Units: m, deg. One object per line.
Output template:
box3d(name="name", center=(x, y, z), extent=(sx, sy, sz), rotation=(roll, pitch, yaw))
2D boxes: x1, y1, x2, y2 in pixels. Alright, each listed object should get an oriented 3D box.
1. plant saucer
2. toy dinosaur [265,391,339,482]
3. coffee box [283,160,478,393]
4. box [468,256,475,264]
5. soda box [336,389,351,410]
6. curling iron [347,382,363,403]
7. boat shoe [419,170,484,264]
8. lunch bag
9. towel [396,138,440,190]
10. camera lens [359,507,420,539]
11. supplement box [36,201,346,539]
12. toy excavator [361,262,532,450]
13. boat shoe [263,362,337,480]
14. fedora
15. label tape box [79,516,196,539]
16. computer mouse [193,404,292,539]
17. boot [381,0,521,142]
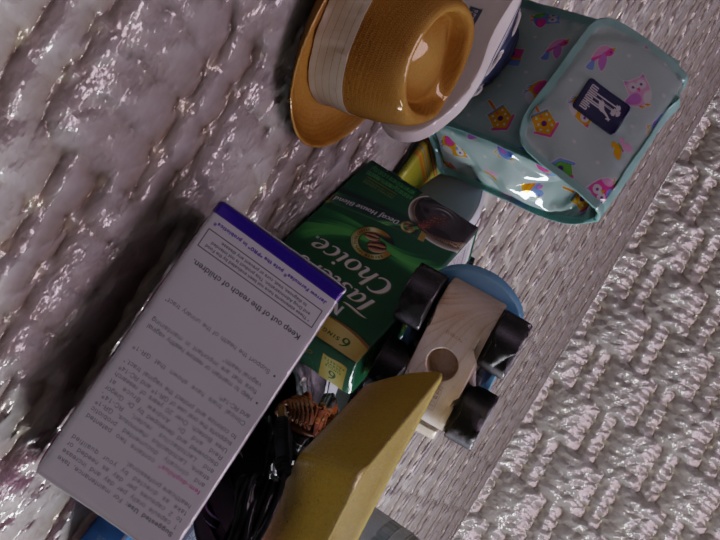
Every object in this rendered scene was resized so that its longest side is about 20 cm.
box3d(name="plant saucer", center=(-0.027, 0.170, 0.869), extent=(0.202, 0.048, 0.200), rotation=(-65, 169, 21))
box3d(name="toy dinosaur", center=(-0.052, 0.155, 1.032), extent=(0.200, 0.101, 0.137), rotation=(51, 52, -46))
box3d(name="coffee box", center=(0.000, 0.000, 1.029), extent=(0.200, 0.122, 0.044), rotation=(-44, 159, -39))
box3d(name="box", center=(0.072, 0.095, 1.481), extent=(0.161, 0.043, 0.202), rotation=(-61, 169, -49))
box3d(name="soda box", center=(0.011, 0.074, 1.261), extent=(0.200, 0.068, 0.064), rotation=(-49, 176, -31))
box3d(name="curling iron", center=(0.012, 0.064, 1.204), extent=(0.050, 0.025, 0.203), rotation=(-42, -149, 51))
box3d(name="boat shoe", center=(0.069, -0.006, 1.195), extent=(0.201, 0.072, 0.068), rotation=(-66, 152, -27))
box3d(name="lunch bag", center=(0.180, -0.146, 1.146), extent=(0.171, 0.198, 0.122), rotation=(-53, 143, -17))
box3d(name="towel", center=(0.040, -0.075, 1.208), extent=(0.201, 0.018, 0.086), rotation=(-54, 158, -15))
box3d(name="camera lens", center=(-0.024, 0.333, 1.384), extent=(0.161, 0.198, 0.161), rotation=(-51, 161, -24))
box3d(name="supplement box", center=(-0.111, 0.069, 0.806), extent=(0.202, 0.103, 0.101), rotation=(-58, -171, -11))
box3d(name="toy excavator", center=(0.075, 0.077, 1.028), extent=(0.197, 0.099, 0.200), rotation=(-66, 170, 20))
box3d(name="boat shoe", center=(-0.066, 0.153, 1.156), extent=(0.068, 0.073, 0.202), rotation=(-29, 144, -47))
box3d(name="fedora", center=(0.027, -0.160, 0.898), extent=(0.201, 0.081, 0.202), rotation=(-52, 162, -23))
box3d(name="label tape box", center=(-0.158, 0.191, 0.993), extent=(0.144, 0.065, 0.201), rotation=(-53, 159, -23))
box3d(name="computer mouse", center=(-0.086, 0.138, 0.854), extent=(0.201, 0.045, 0.142), rotation=(-87, -159, -64))
box3d(name="boot", center=(0.086, -0.169, 1.072), extent=(0.201, 0.072, 0.091), rotation=(-54, 157, -21))
